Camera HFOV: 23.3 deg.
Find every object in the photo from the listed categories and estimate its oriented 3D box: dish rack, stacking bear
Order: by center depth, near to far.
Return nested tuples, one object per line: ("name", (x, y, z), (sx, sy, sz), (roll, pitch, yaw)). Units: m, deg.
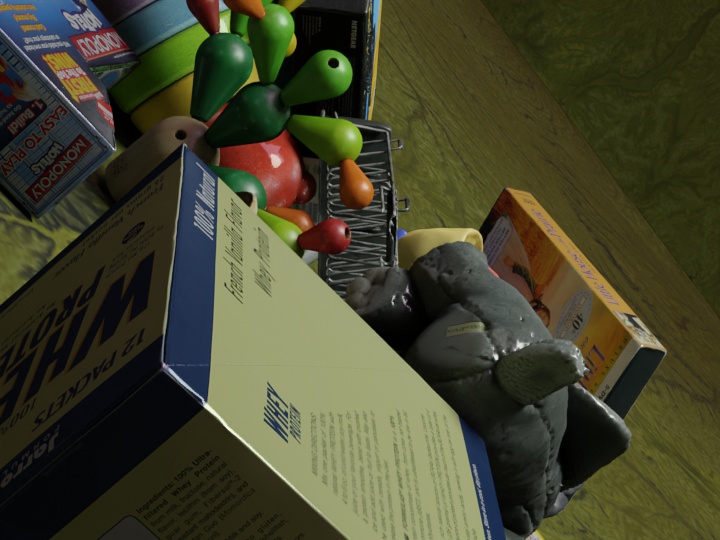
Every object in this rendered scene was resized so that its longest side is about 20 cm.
("dish rack", (0.000, 0.000, 1.057), (0.200, 0.054, 0.154), (-93, -177, -69))
("stacking bear", (-0.104, -0.119, 1.122), (0.201, 0.121, 0.114), (61, -7, -3))

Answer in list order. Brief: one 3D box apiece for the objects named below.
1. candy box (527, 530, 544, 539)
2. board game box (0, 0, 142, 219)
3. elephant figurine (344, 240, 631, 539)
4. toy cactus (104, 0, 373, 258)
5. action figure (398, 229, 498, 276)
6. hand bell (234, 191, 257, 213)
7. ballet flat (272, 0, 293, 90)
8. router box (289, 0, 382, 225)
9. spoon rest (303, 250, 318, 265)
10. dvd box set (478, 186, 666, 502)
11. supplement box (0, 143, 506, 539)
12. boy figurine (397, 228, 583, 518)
("candy box", (0.119, 0.215, 1.045), (0.200, 0.026, 0.102), (52, 17, -33))
("board game box", (-0.199, -0.128, 0.946), (0.200, 0.062, 0.200), (51, 14, 0))
("elephant figurine", (0.066, 0.092, 0.895), (0.200, 0.141, 0.155), (57, 11, -35))
("toy cactus", (-0.078, -0.079, 0.983), (0.102, 0.164, 0.201), (16, 54, -56))
("action figure", (0.059, 0.009, 1.278), (0.065, 0.052, 0.200), (45, -12, -29))
("hand bell", (-0.050, 0.071, 0.908), (0.201, 0.104, 0.104), (60, 11, -17))
("ballet flat", (-0.074, -0.179, 1.226), (0.071, 0.070, 0.200), (58, -16, 28))
("router box", (-0.015, -0.150, 1.186), (0.201, 0.051, 0.150), (95, 3, -49))
("spoon rest", (0.035, 0.051, 1.208), (0.200, 0.061, 0.099), (48, 15, -5))
("dvd box set", (0.124, 0.054, 1.256), (0.029, 0.147, 0.200), (13, 28, -35))
("supplement box", (-0.052, 0.094, 0.691), (0.200, 0.134, 0.200), (45, 15, -21))
("boy figurine", (0.082, 0.063, 1.150), (0.124, 0.064, 0.201), (-27, 99, -58))
